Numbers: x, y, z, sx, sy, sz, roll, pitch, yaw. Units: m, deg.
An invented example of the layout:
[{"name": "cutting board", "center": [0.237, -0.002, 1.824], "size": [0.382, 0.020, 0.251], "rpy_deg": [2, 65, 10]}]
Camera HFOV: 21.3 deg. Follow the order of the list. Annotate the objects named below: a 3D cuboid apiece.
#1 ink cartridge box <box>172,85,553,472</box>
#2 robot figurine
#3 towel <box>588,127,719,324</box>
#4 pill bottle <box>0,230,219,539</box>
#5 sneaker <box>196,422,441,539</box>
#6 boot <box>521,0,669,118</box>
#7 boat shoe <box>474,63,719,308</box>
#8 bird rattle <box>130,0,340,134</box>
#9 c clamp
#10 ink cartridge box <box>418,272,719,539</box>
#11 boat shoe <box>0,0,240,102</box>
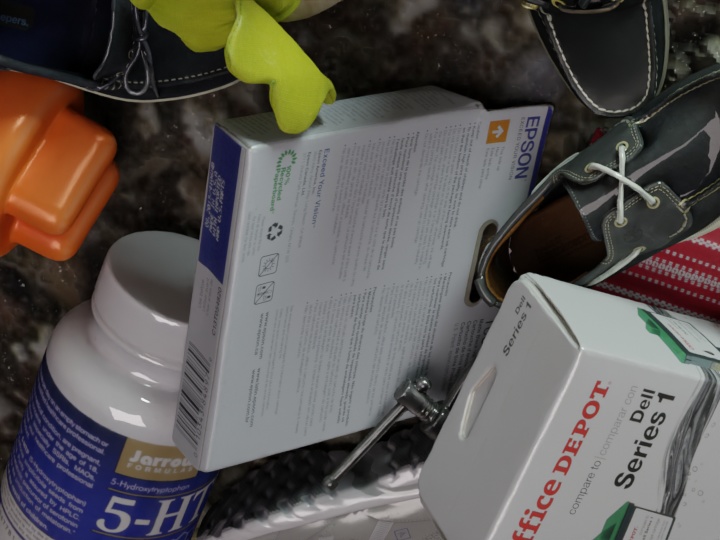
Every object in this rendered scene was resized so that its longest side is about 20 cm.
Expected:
[{"name": "ink cartridge box", "center": [0.000, 0.000, 1.037], "size": [0.199, 0.041, 0.201], "rpy_deg": [-10, 125, -34]}, {"name": "robot figurine", "center": [-0.230, -0.080, 1.034], "size": [0.199, 0.144, 0.117], "rpy_deg": [27, 108, 5]}, {"name": "towel", "center": [0.168, 0.028, 1.073], "size": [0.144, 0.023, 0.201], "rpy_deg": [17, 119, 1]}, {"name": "pill bottle", "center": [-0.132, 0.084, 1.105], "size": [0.119, 0.120, 0.201], "rpy_deg": [22, 120, -1]}, {"name": "sneaker", "center": [-0.004, 0.152, 1.141], "size": [0.199, 0.075, 0.082], "rpy_deg": [-15, 113, 17]}, {"name": "boot", "center": [0.100, -0.144, 0.918], "size": [0.073, 0.154, 0.205], "rpy_deg": [-9, 116, 16]}, {"name": "boat shoe", "center": [0.139, -0.039, 0.979], "size": [0.200, 0.067, 0.072], "rpy_deg": [-37, 79, 37]}, {"name": "bird rattle", "center": [-0.022, -0.181, 0.924], "size": [0.112, 0.163, 0.201], "rpy_deg": [34, 121, 18]}, {"name": "c clamp", "center": [0.106, 0.106, 1.084], "size": [0.199, 0.027, 0.171], "rpy_deg": [35, 105, -15]}, {"name": "ink cartridge box", "center": [0.151, 0.101, 1.010], "size": [0.199, 0.084, 0.147], "rpy_deg": [14, 112, -25]}, {"name": "boat shoe", "center": [-0.129, -0.124, 0.977], "size": [0.199, 0.062, 0.075], "rpy_deg": [4, 99, -33]}]
